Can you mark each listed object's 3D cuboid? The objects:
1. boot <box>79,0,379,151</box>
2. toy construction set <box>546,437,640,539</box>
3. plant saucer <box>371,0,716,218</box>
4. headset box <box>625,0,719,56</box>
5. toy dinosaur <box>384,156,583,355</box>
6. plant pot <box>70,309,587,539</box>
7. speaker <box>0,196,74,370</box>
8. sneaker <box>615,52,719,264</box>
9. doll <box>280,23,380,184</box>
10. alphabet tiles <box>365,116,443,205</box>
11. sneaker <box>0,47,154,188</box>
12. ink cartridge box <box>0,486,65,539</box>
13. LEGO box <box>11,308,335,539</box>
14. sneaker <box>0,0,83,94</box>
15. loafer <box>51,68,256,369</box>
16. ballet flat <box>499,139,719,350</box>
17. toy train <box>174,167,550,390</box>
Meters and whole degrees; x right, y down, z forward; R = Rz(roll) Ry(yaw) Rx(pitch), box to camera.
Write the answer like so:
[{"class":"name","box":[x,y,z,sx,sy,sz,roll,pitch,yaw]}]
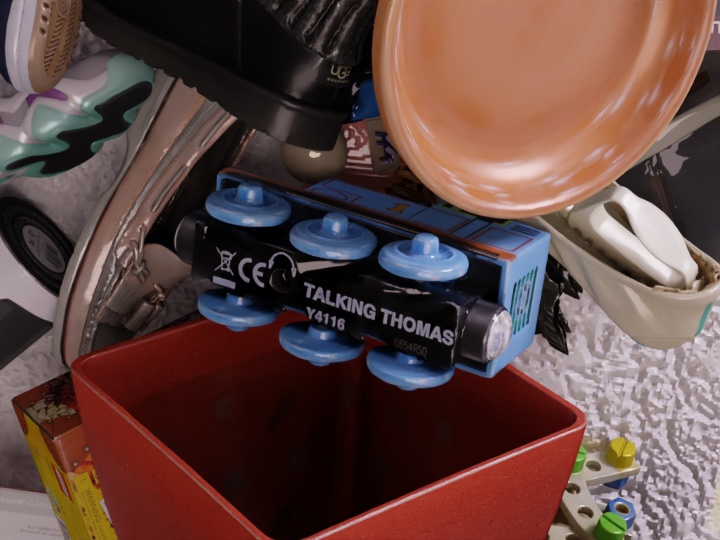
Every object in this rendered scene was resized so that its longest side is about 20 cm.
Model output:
[{"class":"boot","box":[-0.056,-0.173,0.827,0.211,0.079,0.158,33,110,29]},{"class":"toy construction set","box":[0.081,0.161,1.007,0.200,0.131,0.092,-3,129,3]},{"class":"plant saucer","box":[0.088,-0.124,0.788,0.200,0.037,0.201,-15,121,-26]},{"class":"headset box","box":[0.139,-0.198,0.858,0.148,0.075,0.200,-3,111,-1]},{"class":"toy dinosaur","box":[0.057,0.008,0.954,0.135,0.102,0.200,-3,137,17]},{"class":"plant pot","box":[-0.023,0.139,0.873,0.200,0.200,0.177,-17,124,-34]},{"class":"speaker","box":[-0.260,0.046,0.961,0.200,0.081,0.081,-38,111,14]},{"class":"sneaker","box":[0.223,-0.071,0.929,0.200,0.075,0.106,-27,118,21]},{"class":"doll","box":[-0.011,-0.138,0.895,0.136,0.048,0.200,20,117,14]},{"class":"alphabet tiles","box":[0.098,-0.119,0.938,0.200,0.006,0.167,-9,115,2]},{"class":"sneaker","box":[-0.220,-0.106,0.880,0.200,0.078,0.140,-29,81,11]},{"class":"ink cartridge box","box":[-0.292,0.179,1.006,0.200,0.044,0.174,12,121,-25]},{"class":"LEGO box","box":[-0.103,0.140,0.982,0.149,0.077,0.200,-27,117,-22]},{"class":"sneaker","box":[-0.198,-0.182,0.819,0.108,0.070,0.200,0,71,1]},{"class":"loafer","box":[-0.113,-0.027,0.910,0.063,0.072,0.200,24,96,18]},{"class":"ballet flat","box":[0.117,-0.040,0.875,0.200,0.069,0.069,41,109,3]},{"class":"toy train","box":[0.000,0.000,0.866,0.200,0.114,0.087,17,113,25]}]
